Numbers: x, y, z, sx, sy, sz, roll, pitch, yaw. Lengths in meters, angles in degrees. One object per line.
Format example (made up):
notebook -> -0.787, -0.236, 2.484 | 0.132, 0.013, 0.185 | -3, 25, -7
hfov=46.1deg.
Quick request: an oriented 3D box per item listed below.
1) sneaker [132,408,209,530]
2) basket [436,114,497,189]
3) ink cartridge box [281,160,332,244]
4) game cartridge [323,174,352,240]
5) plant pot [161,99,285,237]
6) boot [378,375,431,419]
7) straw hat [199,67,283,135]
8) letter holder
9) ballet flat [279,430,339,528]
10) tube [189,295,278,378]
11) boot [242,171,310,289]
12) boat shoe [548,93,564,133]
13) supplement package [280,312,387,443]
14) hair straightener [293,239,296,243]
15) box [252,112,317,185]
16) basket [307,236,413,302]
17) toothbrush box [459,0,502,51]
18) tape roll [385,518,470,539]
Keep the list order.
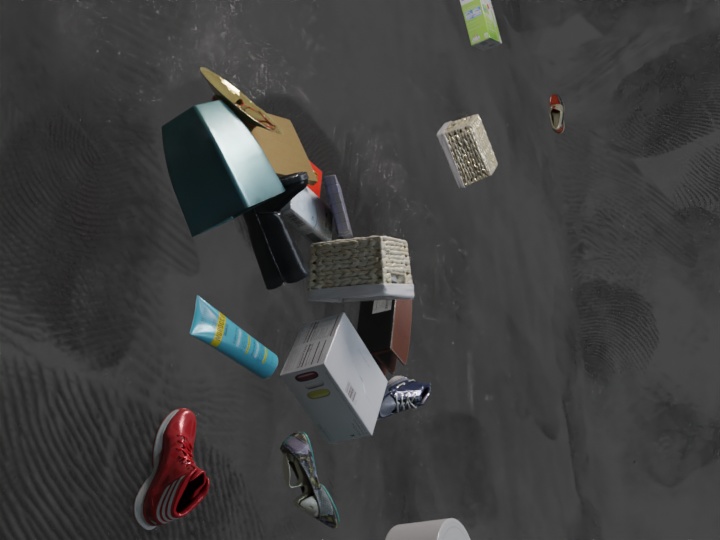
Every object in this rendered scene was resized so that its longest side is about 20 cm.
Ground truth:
sneaker -> -0.263, 0.296, 1.293 | 0.078, 0.114, 0.202 | 48, 38, -38
basket -> 0.347, -0.387, 2.723 | 0.202, 0.122, 0.136 | 64, 29, -16
ink cartridge box -> -0.118, -0.177, 1.862 | 0.160, 0.047, 0.203 | 38, 46, -48
game cartridge -> -0.049, -0.136, 1.901 | 0.200, 0.038, 0.132 | 53, 27, -87
plant pot -> -0.262, -0.193, 1.529 | 0.202, 0.140, 0.141 | 64, 29, -5
boot -> 0.091, 0.293, 1.942 | 0.200, 0.089, 0.074 | -31, 123, -61
straw hat -> -0.251, -0.292, 1.631 | 0.200, 0.085, 0.201 | 38, 13, -10
letter holder -> 0.070, 0.144, 1.987 | 0.142, 0.099, 0.202 | 49, 37, -41
ballet flat -> -0.104, 0.405, 1.593 | 0.072, 0.071, 0.203 | -34, 106, -60
tube -> -0.230, 0.127, 1.518 | 0.200, 0.050, 0.078 | 41, 35, -38
boot -> -0.143, -0.076, 1.631 | 0.066, 0.163, 0.203 | -37, 112, -61
boat shoe -> 0.923, -0.747, 4.003 | 0.062, 0.070, 0.203 | 19, 64, -53
supplement package -> -0.050, 0.220, 1.720 | 0.201, 0.110, 0.157 | 58, 32, -26
hair straightener -> -0.192, -0.118, 1.720 | 0.201, 0.040, 0.077 | 54, 34, -25
box -> -0.181, -0.260, 1.772 | 0.199, 0.021, 0.165 | 4, 58, -59
basket -> 0.000, 0.000, 1.792 | 0.135, 0.197, 0.126 | 7, 80, -59
toothbrush box -> 0.462, -0.965, 3.261 | 0.145, 0.085, 0.203 | -7, 81, -62
tape roll -> 0.152, 0.650, 1.840 | 0.202, 0.137, 0.206 | 37, 45, -49
